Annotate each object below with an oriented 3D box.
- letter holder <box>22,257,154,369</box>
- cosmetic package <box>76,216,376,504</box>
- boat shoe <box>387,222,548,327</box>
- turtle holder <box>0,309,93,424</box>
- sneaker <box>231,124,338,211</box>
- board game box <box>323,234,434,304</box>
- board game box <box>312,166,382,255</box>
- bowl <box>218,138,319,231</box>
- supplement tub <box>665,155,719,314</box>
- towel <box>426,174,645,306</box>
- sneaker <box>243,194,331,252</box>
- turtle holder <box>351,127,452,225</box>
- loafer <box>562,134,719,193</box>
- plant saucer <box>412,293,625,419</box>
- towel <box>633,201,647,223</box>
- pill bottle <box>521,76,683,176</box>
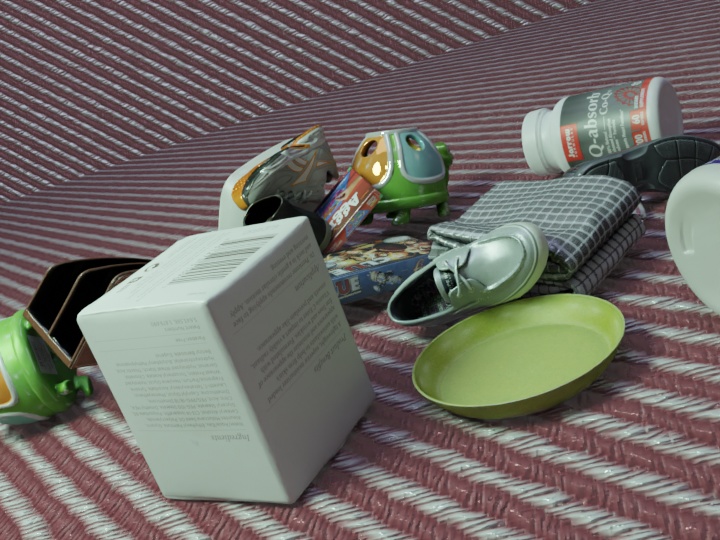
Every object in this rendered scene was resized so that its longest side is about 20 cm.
[{"bbox_3d":[-0.282,0.026,1.118,0.143,0.100,0.199,-57,-23,18],"label":"letter holder"},{"bbox_3d":[-0.115,0.082,0.834,0.164,0.202,0.165,-7,23,34],"label":"cosmetic package"},{"bbox_3d":[0.103,0.013,0.925,0.071,0.071,0.200,-10,-17,-42],"label":"boat shoe"},{"bbox_3d":[-0.431,0.122,1.159,0.131,0.142,0.186,-25,20,-1],"label":"turtle holder"},{"bbox_3d":[-0.090,-0.121,1.231,0.075,0.092,0.200,-20,17,44],"label":"sneaker"},{"bbox_3d":[0.000,0.000,1.143,0.198,0.035,0.135,-15,15,-24],"label":"board game box"},{"bbox_3d":[-0.056,-0.045,1.240,0.200,0.019,0.103,-50,31,5],"label":"board game box"},{"bbox_3d":[-0.121,-0.072,1.336,0.074,0.202,0.199,25,38,22],"label":"bowl"},{"bbox_3d":[0.380,-0.055,0.777,0.199,0.147,0.145,-27,19,-17],"label":"supplement tub"},{"bbox_3d":[0.187,-0.039,0.998,0.199,0.086,0.165,6,36,42],"label":"towel"},{"bbox_3d":[-0.141,-0.016,1.191,0.200,0.106,0.075,-46,46,12],"label":"sneaker"},{"bbox_3d":[0.071,-0.142,1.339,0.183,0.133,0.141,-10,8,-16],"label":"turtle holder"},{"bbox_3d":[0.341,-0.127,1.104,0.198,0.073,0.063,-11,18,-11],"label":"loafer"},{"bbox_3d":[0.145,0.081,0.831,0.198,0.031,0.200,-18,18,6],"label":"plant saucer"},{"bbox_3d":[0.250,-0.066,1.134,0.198,0.030,0.147,-16,20,14],"label":"towel"},{"bbox_3d":[0.334,-0.192,1.262,0.198,0.117,0.116,-7,22,37],"label":"pill bottle"}]
